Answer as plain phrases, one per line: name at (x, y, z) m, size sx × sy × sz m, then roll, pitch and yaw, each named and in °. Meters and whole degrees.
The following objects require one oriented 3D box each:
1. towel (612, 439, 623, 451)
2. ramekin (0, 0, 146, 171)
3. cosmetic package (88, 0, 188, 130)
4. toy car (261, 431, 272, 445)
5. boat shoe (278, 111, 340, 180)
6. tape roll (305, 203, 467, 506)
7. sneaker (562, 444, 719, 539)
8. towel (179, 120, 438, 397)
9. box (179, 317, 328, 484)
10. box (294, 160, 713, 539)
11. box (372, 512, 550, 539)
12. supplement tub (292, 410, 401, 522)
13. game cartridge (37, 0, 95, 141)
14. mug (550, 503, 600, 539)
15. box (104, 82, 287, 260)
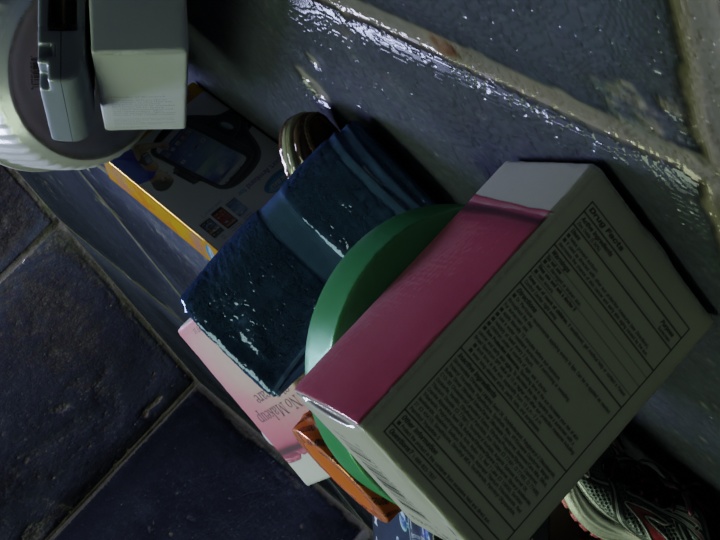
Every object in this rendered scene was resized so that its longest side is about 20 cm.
towel at (0.135, 0.099, 1.133) m, size 0.200 × 0.034 × 0.133 m, roll 26°, pitch 157°, yaw 55°
ramekin at (-0.263, -0.181, 1.139) m, size 0.105 × 0.201 × 0.201 m, roll 17°, pitch 152°, yaw 45°
cosmetic package at (-0.169, -0.182, 1.001) m, size 0.200 × 0.071 × 0.103 m, roll 130°, pitch 137°, yaw -77°
toy car at (-0.041, 0.129, 1.569) m, size 0.148 × 0.177 × 0.200 m, roll 8°, pitch 168°, yaw -6°
boat shoe at (0.016, -0.043, 1.016) m, size 0.074 × 0.075 × 0.203 m, roll -18°, pitch 117°, yaw 36°
tape roll at (0.064, 0.059, 0.843) m, size 0.201 × 0.201 × 0.048 m, roll 48°, pitch 166°, yaw -18°
sneaker at (0.230, 0.184, 1.020) m, size 0.200 × 0.081 × 0.075 m, roll 41°, pitch 129°, yaw -5°
towel at (-0.037, -0.007, 0.970) m, size 0.112 × 0.200 × 0.049 m, roll 44°, pitch -165°, yaw -5°
box at (-0.055, 0.085, 1.223) m, size 0.200 × 0.109 × 0.128 m, roll 50°, pitch 149°, yaw -3°
box at (0.082, 0.049, 0.758) m, size 0.128 × 0.200 × 0.109 m, roll 49°, pitch 167°, yaw -20°
box at (0.081, 0.209, 1.090) m, size 0.148 × 0.106 × 0.202 m, roll -146°, pitch 51°, yaw -66°
supplement tub at (0.052, 0.076, 0.939) m, size 0.122 × 0.200 × 0.123 m, roll 40°, pitch 167°, yaw 12°
game cartridge at (-0.220, -0.208, 0.981) m, size 0.133 × 0.041 × 0.202 m, roll 104°, pitch 164°, yaw -74°
mug at (0.235, 0.281, 1.168) m, size 0.187 × 0.149 × 0.153 m, roll 44°, pitch 177°, yaw 33°
box at (-0.131, -0.082, 1.188) m, size 0.199 × 0.119 × 0.042 m, roll 36°, pitch 157°, yaw 30°
